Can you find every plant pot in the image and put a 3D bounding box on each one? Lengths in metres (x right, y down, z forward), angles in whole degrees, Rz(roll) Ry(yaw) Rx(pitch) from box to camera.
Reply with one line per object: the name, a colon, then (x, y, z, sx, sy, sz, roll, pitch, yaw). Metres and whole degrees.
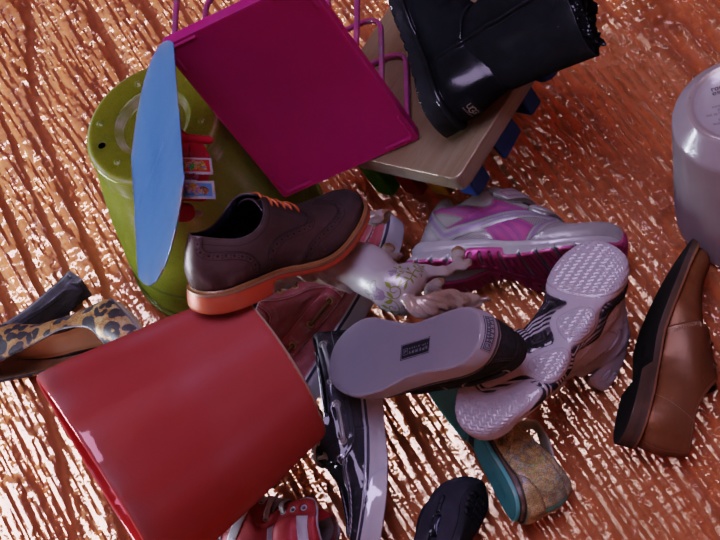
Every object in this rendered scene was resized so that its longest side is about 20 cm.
plant pot: (-0.155, -0.084, 1.769, 0.199, 0.193, 0.201, -9, 57, 14)
plant pot: (-0.139, 0.121, 1.564, 0.177, 0.201, 0.201, -33, 54, -12)

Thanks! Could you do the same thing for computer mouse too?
computer mouse: (0.051, 0.228, 1.551, 0.058, 0.034, 0.200, -8, 28, 30)

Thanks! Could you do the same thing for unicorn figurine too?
unicorn figurine: (0.000, 0.000, 1.640, 0.199, 0.074, 0.137, 9, 23, 38)

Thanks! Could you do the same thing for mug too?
mug: (0.338, -0.114, 1.633, 0.149, 0.153, 0.187, 25, 71, 31)

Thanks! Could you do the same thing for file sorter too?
file sorter: (-0.058, -0.194, 1.682, 0.139, 0.200, 0.126, -22, 42, 20)

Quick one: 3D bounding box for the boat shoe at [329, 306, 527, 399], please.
boat shoe: (0.051, 0.073, 1.558, 0.200, 0.056, 0.069, -12, 64, 51)

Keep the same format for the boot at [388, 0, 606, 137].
boot: (0.117, -0.227, 1.667, 0.168, 0.076, 0.201, -29, 50, 19)

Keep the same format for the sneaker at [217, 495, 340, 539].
sneaker: (-0.089, 0.202, 1.646, 0.112, 0.071, 0.200, -34, 62, 3)

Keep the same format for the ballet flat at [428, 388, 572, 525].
ballet flat: (0.115, 0.128, 1.627, 0.071, 0.071, 0.200, -32, 54, -1)

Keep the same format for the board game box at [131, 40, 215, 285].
board game box: (-0.151, -0.085, 1.586, 0.039, 0.158, 0.201, 4, 57, -19)

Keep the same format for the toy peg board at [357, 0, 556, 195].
toy peg board: (0.086, -0.149, 1.758, 0.199, 0.098, 0.200, 15, 66, 43)

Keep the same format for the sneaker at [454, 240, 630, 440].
sneaker: (0.161, 0.078, 1.601, 0.075, 0.115, 0.200, 30, 71, 32)

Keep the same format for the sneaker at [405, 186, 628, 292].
sneaker: (0.138, -0.034, 1.701, 0.199, 0.081, 0.089, 0, 62, 19)

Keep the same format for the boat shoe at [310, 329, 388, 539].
boat shoe: (-0.014, 0.144, 1.633, 0.067, 0.072, 0.201, 1, 69, -8)

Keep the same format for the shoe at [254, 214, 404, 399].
shoe: (-0.041, 0.019, 1.717, 0.091, 0.071, 0.201, 33, 74, -13)

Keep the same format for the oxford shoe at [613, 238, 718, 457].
oxford shoe: (0.269, 0.068, 1.613, 0.071, 0.071, 0.201, 19, 65, -2)

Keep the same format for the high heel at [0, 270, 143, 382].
high heel: (-0.271, 0.085, 1.776, 0.143, 0.072, 0.200, -43, 39, -16)

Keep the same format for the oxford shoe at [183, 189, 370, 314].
oxford shoe: (-0.064, -0.034, 1.571, 0.071, 0.073, 0.200, 11, 30, 38)
